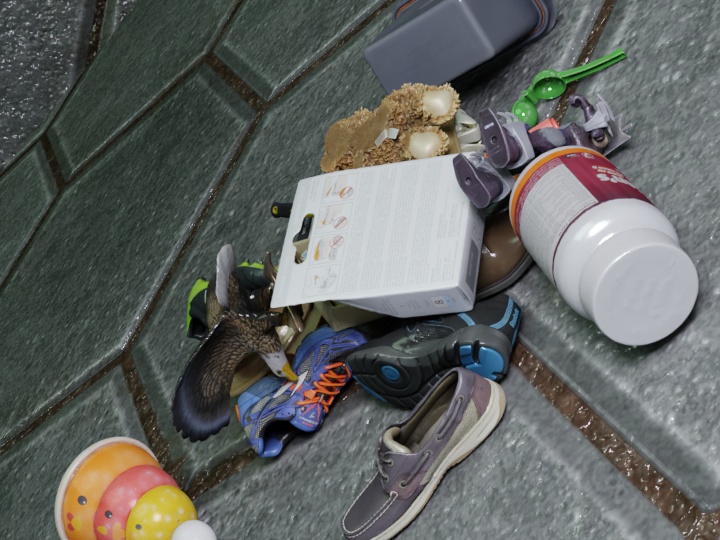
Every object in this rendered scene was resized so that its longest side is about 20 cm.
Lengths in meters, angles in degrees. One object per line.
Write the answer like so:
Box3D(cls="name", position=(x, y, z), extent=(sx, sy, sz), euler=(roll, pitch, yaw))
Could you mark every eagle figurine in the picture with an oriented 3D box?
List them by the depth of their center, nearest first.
Box3D(cls="eagle figurine", position=(-0.127, 0.070, 1.402), extent=(0.199, 0.151, 0.152), euler=(-32, 75, 33))

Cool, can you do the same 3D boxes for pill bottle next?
Box3D(cls="pill bottle", position=(0.205, -0.023, 1.159), extent=(0.110, 0.109, 0.200), euler=(-46, 27, 11))

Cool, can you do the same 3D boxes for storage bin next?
Box3D(cls="storage bin", position=(0.100, -0.282, 1.569), extent=(0.199, 0.146, 0.134), euler=(-24, 14, 40))

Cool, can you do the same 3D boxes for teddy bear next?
Box3D(cls="teddy bear", position=(0.040, -0.145, 1.520), extent=(0.200, 0.066, 0.146), euler=(-29, 51, 43))

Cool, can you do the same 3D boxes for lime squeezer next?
Box3D(cls="lime squeezer", position=(0.197, -0.170, 1.458), extent=(0.200, 0.038, 0.071), euler=(-47, 57, 8))

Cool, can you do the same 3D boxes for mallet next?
Box3D(cls="mallet", position=(-0.060, -0.079, 1.572), extent=(0.200, 0.041, 0.066), euler=(22, 112, 62))

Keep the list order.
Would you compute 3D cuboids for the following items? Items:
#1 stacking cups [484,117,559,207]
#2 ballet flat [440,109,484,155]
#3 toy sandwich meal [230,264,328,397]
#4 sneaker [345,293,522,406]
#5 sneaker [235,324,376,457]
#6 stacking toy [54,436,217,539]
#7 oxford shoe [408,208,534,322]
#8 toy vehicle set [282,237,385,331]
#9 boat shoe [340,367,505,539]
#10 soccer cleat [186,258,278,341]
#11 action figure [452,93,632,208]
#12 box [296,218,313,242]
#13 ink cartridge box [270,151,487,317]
Box3D(cls="stacking cups", position=(0.127, -0.084, 1.407), extent=(0.199, 0.061, 0.061), euler=(-31, 31, 15))
Box3D(cls="ballet flat", position=(0.111, -0.135, 1.527), extent=(0.063, 0.069, 0.201), euler=(-13, 40, 11))
Box3D(cls="toy sandwich meal", position=(-0.094, 0.074, 1.574), extent=(0.205, 0.070, 0.206), euler=(-42, 26, 25))
Box3D(cls="sneaker", position=(0.073, 0.076, 1.308), extent=(0.199, 0.073, 0.082), euler=(-13, 35, 41))
Box3D(cls="sneaker", position=(-0.051, 0.131, 1.440), extent=(0.200, 0.075, 0.079), euler=(-43, 40, 29))
Box3D(cls="stacking toy", position=(-0.228, 0.273, 1.495), extent=(0.199, 0.146, 0.147), euler=(11, 65, 44))
Box3D(cls="oxford shoe", position=(0.111, -0.019, 1.336), extent=(0.200, 0.084, 0.073), euler=(-41, 26, 17))
Box3D(cls="toy vehicle set", position=(0.000, 0.000, 1.479), extent=(0.123, 0.027, 0.200), euler=(-17, 24, -12))
Box3D(cls="boat shoe", position=(0.044, 0.166, 1.229), extent=(0.200, 0.065, 0.072), euler=(-47, 28, 12))
Box3D(cls="soccer cleat", position=(-0.140, 0.039, 1.554), extent=(0.200, 0.067, 0.082), euler=(-17, 59, 56))
Box3D(cls="action figure", position=(0.175, -0.119, 1.291), extent=(0.199, 0.070, 0.130), euler=(-15, -20, -47))
Box3D(cls="box", position=(0.010, -0.083, 1.616), extent=(0.199, 0.049, 0.083), euler=(-32, 32, 34))
Box3D(cls="ink cartridge box", position=(0.021, -0.028, 1.320), extent=(0.199, 0.047, 0.161), euler=(-8, 53, 25))
